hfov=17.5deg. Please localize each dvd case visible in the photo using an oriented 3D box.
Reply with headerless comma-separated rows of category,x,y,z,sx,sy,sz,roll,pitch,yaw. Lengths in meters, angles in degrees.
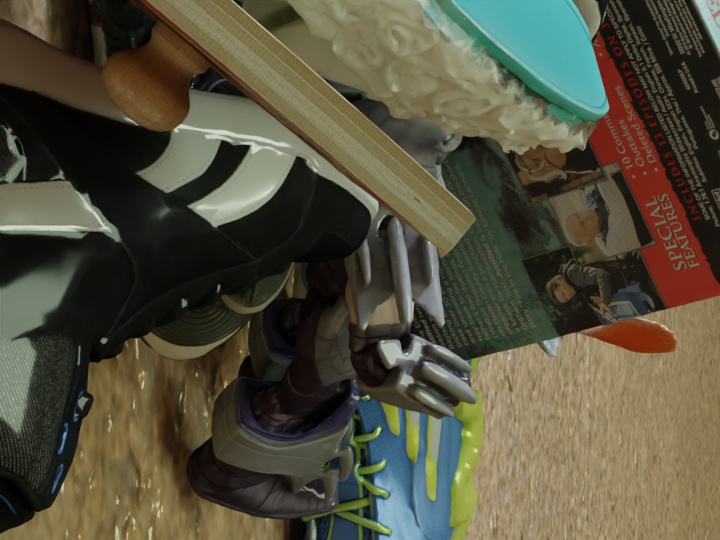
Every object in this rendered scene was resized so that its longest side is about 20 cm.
dvd case,0.047,-0.046,0.770,0.022,0.200,0.146,-36,102,-43

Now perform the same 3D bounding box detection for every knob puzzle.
knob puzzle,-0.061,-0.062,0.477,0.030,0.219,0.220,-50,162,0

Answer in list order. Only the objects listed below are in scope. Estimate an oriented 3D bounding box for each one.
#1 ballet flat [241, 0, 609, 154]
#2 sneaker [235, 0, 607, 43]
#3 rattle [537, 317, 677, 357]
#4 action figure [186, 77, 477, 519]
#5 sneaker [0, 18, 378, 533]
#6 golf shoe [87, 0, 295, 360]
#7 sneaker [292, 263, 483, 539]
ballet flat,-0.017,-0.087,0.562,0.200,0.072,0.072,40,45,-40
sneaker,-0.015,-0.103,0.632,0.076,0.199,0.076,50,-53,51
rattle,0.060,0.018,0.994,0.200,0.130,0.143,56,-51,42
action figure,0.000,0.000,0.739,0.200,0.069,0.131,115,-17,-54
sneaker,-0.070,0.009,0.572,0.200,0.073,0.112,14,78,-53
golf shoe,-0.054,-0.071,0.720,0.088,0.077,0.201,114,-18,-68
sneaker,0.010,0.074,0.916,0.200,0.075,0.105,75,20,-46
